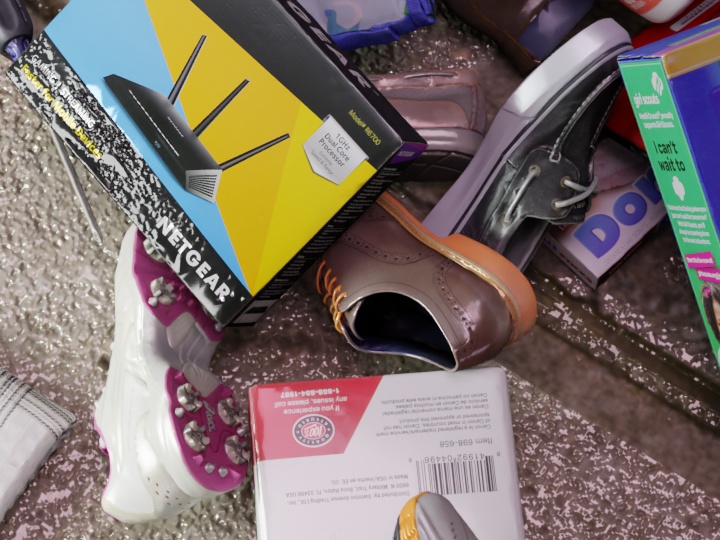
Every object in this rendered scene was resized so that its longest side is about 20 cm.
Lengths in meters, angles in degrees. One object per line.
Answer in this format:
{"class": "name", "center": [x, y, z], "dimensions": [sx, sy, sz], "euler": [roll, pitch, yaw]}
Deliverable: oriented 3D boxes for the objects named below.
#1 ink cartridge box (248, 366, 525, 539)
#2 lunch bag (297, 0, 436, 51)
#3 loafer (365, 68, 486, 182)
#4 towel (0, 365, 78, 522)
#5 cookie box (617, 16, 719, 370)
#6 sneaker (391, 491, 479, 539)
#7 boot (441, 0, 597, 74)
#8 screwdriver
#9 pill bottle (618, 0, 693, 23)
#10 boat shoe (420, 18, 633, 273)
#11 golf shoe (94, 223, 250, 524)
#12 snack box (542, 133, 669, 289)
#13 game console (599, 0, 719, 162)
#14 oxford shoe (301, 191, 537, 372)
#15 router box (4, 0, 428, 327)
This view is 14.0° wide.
{"class": "ink cartridge box", "center": [0.017, 0.164, 1.614], "dimensions": [0.144, 0.084, 0.200], "euler": [-4, 69, -4]}
{"class": "lunch bag", "center": [-0.051, -0.215, 1.724], "dimensions": [0.170, 0.127, 0.200], "euler": [-14, 73, 17]}
{"class": "loafer", "center": [-0.025, -0.089, 1.718], "dimensions": [0.200, 0.072, 0.063], "euler": [3, 69, -2]}
{"class": "towel", "center": [-0.292, 0.111, 1.653], "dimensions": [0.192, 0.035, 0.200], "euler": [32, 72, 10]}
{"class": "cookie box", "center": [0.254, -0.052, 1.606], "dimensions": [0.171, 0.075, 0.200], "euler": [-22, 97, -16]}
{"class": "sneaker", "center": [0.090, 0.199, 1.529], "dimensions": [0.092, 0.076, 0.200], "euler": [-25, 81, -20]}
{"class": "boot", "center": [0.125, -0.209, 1.784], "dimensions": [0.200, 0.075, 0.097], "euler": [-44, 98, -21]}
{"class": "screwdriver", "center": [-0.191, -0.100, 1.746], "dimensions": [0.028, 0.029, 0.200], "euler": [-21, 74, -10]}
{"class": "pill bottle", "center": [0.123, -0.240, 1.691], "dimensions": [0.200, 0.111, 0.112], "euler": [32, 70, -9]}
{"class": "boat shoe", "center": [0.104, -0.051, 1.668], "dimensions": [0.071, 0.072, 0.200], "euler": [45, 118, 19]}
{"class": "golf shoe", "center": [-0.121, 0.055, 1.659], "dimensions": [0.091, 0.075, 0.200], "euler": [-37, 43, 29]}
{"class": "snack box", "center": [0.183, -0.080, 1.745], "dimensions": [0.072, 0.024, 0.200], "euler": [43, 73, 13]}
{"class": "game console", "center": [0.253, -0.089, 1.702], "dimensions": [0.200, 0.119, 0.172], "euler": [-36, 37, -14]}
{"class": "oxford shoe", "center": [0.000, 0.000, 1.655], "dimensions": [0.200, 0.071, 0.073], "euler": [22, 44, 34]}
{"class": "router box", "center": [-0.082, -0.090, 1.643], "dimensions": [0.149, 0.051, 0.200], "euler": [-46, 76, 14]}
